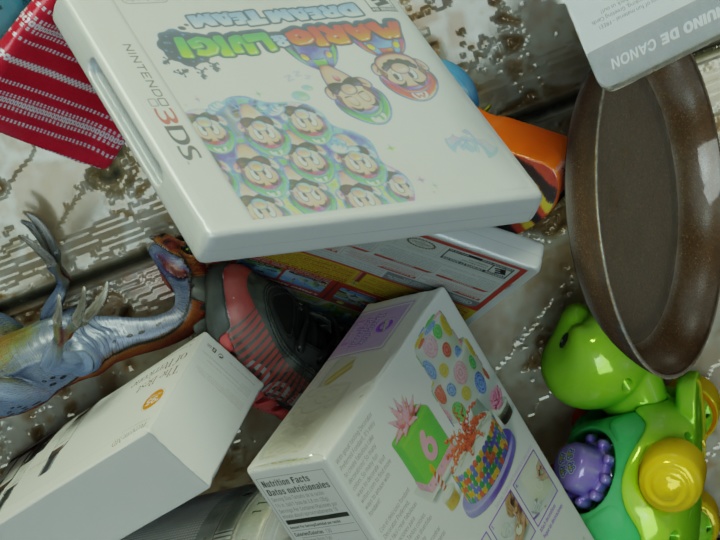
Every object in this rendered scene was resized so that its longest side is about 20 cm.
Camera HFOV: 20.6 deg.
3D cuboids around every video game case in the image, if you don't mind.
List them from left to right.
[{"bbox_3d":[-0.031,-0.083,1.005,0.199,0.182,0.024,-7,138,-34],"label":"video game case"},{"bbox_3d":[0.000,0.000,1.095,0.142,0.200,0.018,18,68,-12],"label":"video game case"}]

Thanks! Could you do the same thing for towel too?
[{"bbox_3d":[-0.117,-0.143,1.064,0.022,0.145,0.200,45,99,23],"label":"towel"}]

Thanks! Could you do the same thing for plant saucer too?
[{"bbox_3d":[0.158,-0.040,1.110,0.032,0.200,0.201,-2,111,28],"label":"plant saucer"}]

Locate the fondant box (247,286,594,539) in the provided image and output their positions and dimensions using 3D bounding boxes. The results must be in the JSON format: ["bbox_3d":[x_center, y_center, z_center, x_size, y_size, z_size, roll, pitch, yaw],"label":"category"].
[{"bbox_3d":[0.041,0.133,1.066,0.058,0.144,0.201,-12,118,39],"label":"fondant box"}]

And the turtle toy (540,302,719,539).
[{"bbox_3d":[0.159,0.113,1.178,0.100,0.146,0.201,1,107,15],"label":"turtle toy"}]

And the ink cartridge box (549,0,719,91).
[{"bbox_3d":[0.150,-0.202,0.895,0.199,0.084,0.176,-25,103,-3],"label":"ink cartridge box"}]

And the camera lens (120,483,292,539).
[{"bbox_3d":[-0.065,0.204,1.126,0.199,0.160,0.160,-16,112,34],"label":"camera lens"}]

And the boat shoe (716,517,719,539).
[{"bbox_3d":[0.311,0.161,1.222,0.199,0.093,0.075,-29,108,3],"label":"boat shoe"}]

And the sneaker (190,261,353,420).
[{"bbox_3d":[-0.018,0.057,1.132,0.098,0.071,0.201,-20,132,23],"label":"sneaker"}]

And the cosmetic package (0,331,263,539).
[{"bbox_3d":[-0.144,0.112,1.109,0.051,0.083,0.200,42,132,-17],"label":"cosmetic package"}]

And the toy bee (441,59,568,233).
[{"bbox_3d":[0.025,-0.069,1.123,0.131,0.200,0.109,-21,142,-37],"label":"toy bee"}]

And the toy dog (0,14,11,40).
[{"bbox_3d":[-0.262,-0.101,1.069,0.193,0.139,0.201,8,108,-47],"label":"toy dog"}]

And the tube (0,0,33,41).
[{"bbox_3d":[-0.123,-0.195,1.045,0.200,0.050,0.078,-44,141,-18],"label":"tube"}]

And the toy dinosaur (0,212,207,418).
[{"bbox_3d":[-0.178,0.039,1.148,0.180,0.105,0.201,0,140,-9],"label":"toy dinosaur"}]
